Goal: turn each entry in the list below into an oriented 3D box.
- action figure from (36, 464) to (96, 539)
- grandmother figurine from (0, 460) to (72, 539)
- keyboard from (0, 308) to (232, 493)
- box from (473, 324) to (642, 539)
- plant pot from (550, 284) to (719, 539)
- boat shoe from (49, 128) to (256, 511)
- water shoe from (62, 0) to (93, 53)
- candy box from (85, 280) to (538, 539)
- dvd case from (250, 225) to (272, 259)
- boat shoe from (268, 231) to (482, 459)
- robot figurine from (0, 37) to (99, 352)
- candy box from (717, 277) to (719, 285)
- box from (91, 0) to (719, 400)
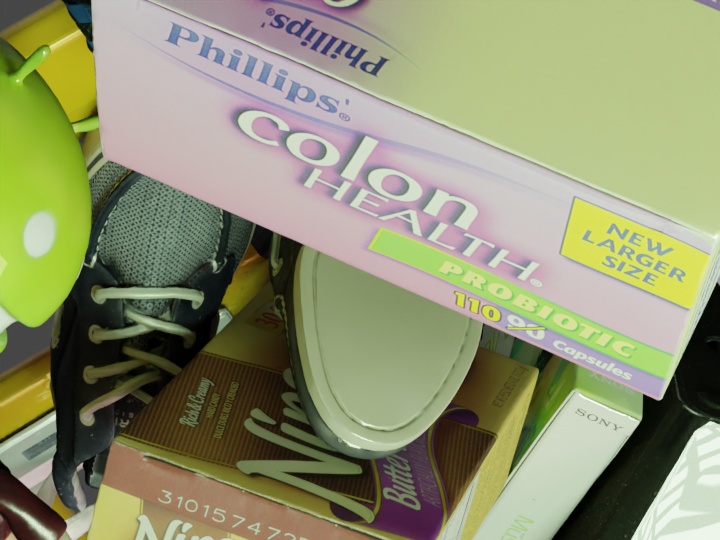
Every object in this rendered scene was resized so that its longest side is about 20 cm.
[{"bbox_3d":[-0.038,0.055,1.217,0.148,0.134,0.201,27,114,-15],"label":"action figure"},{"bbox_3d":[-0.160,0.099,1.112,0.061,0.121,0.201,-58,151,-36],"label":"grandmother figurine"},{"bbox_3d":[-0.139,0.078,1.231,0.199,0.011,0.056,-32,153,-2],"label":"keyboard"},{"bbox_3d":[0.077,0.034,1.185,0.036,0.201,0.145,21,130,-13],"label":"box"},{"bbox_3d":[0.163,0.118,1.166,0.198,0.200,0.178,15,115,-6],"label":"plant pot"},{"bbox_3d":[-0.079,0.019,1.045,0.074,0.093,0.200,4,149,-8],"label":"boat shoe"},{"bbox_3d":[-0.083,-0.111,0.848,0.078,0.072,0.200,-5,149,-7],"label":"water shoe"},{"bbox_3d":[-0.013,0.070,1.010,0.200,0.116,0.057,-45,153,-69],"label":"candy box"},{"bbox_3d":[0.054,-0.077,1.144,0.142,0.018,0.200,-10,149,-46],"label":"dvd case"},{"bbox_3d":[0.000,0.000,1.018,0.072,0.201,0.063,19,133,-17],"label":"boat shoe"},{"bbox_3d":[-0.171,-0.004,0.862,0.199,0.116,0.175,-33,168,0],"label":"robot figurine"},{"bbox_3d":[0.158,-0.054,1.079,0.071,0.168,0.200,-40,158,15],"label":"candy box"},{"bbox_3d":[0.047,-0.097,0.768,0.097,0.175,0.201,97,18,-62],"label":"box"}]
